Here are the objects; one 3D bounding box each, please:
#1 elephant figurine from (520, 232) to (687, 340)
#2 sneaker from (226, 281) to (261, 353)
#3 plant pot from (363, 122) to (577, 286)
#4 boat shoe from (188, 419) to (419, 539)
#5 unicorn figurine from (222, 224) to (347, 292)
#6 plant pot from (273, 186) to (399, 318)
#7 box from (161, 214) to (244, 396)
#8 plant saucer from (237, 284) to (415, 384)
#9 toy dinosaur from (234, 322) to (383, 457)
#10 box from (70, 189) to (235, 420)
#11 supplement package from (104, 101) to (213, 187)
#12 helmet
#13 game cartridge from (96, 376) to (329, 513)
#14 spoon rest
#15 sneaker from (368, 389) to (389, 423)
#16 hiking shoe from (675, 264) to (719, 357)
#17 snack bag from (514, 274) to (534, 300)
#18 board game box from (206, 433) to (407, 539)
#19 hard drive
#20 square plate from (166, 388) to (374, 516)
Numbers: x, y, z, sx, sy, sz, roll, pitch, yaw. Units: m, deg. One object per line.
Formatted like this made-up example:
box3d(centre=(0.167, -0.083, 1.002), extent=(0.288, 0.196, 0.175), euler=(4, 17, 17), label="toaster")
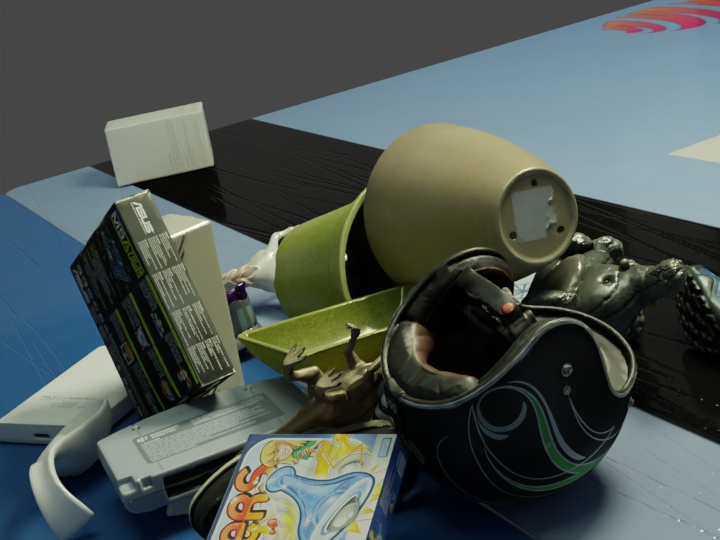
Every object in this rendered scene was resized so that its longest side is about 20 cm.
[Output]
box3d(centre=(0.226, 0.035, 1.213), extent=(0.140, 0.157, 0.200), euler=(14, 12, 4), label="elephant figurine")
box3d(centre=(-0.207, 0.048, 1.493), extent=(0.198, 0.089, 0.074), euler=(-1, 21, 28), label="sneaker")
box3d(centre=(0.126, -0.058, 1.247), extent=(0.186, 0.190, 0.200), euler=(-18, 11, -21), label="plant pot")
box3d(centre=(-0.048, 0.184, 1.044), extent=(0.199, 0.074, 0.063), euler=(-17, 22, -10), label="boat shoe")
box3d(centre=(-0.103, 0.005, 1.594), extent=(0.137, 0.075, 0.199), euler=(-35, 34, -28), label="unicorn figurine")
box3d(centre=(0.000, 0.000, 1.413), extent=(0.199, 0.203, 0.183), euler=(-25, 12, -37), label="plant pot")
box3d(centre=(-0.188, 0.046, 1.331), extent=(0.068, 0.202, 0.082), euler=(-26, 23, -38), label="box")
box3d(centre=(0.004, 0.066, 1.183), extent=(0.198, 0.048, 0.199), euler=(-17, 8, -21), label="plant saucer")
box3d(centre=(-0.026, 0.108, 1.050), extent=(0.199, 0.101, 0.058), euler=(-31, 50, -5), label="toy dinosaur")
box3d(centre=(-0.217, 0.046, 1.252), extent=(0.047, 0.202, 0.193), euler=(-22, -9, -34), label="box")
box3d(centre=(-0.403, -0.256, 2.475), extent=(0.197, 0.118, 0.117), euler=(-12, 19, -4), label="supplement package")
box3d(centre=(0.126, 0.096, 1.021), extent=(0.198, 0.191, 0.202), euler=(-22, 43, 22), label="helmet")
box3d(centre=(-0.141, 0.158, 1.153), extent=(0.198, 0.041, 0.133), euler=(-18, 23, -18), label="game cartridge")
box3d(centre=(-0.284, 0.182, 1.192), extent=(0.099, 0.061, 0.200), euler=(-41, 20, 6), label="spoon rest")
box3d(centre=(0.069, 0.132, 1.184), extent=(0.087, 0.075, 0.200), euler=(28, 19, 8), label="sneaker")
box3d(centre=(0.378, 0.052, 1.210), extent=(0.086, 0.075, 0.200), euler=(-7, 27, -12), label="hiking shoe")
box3d(centre=(0.184, 0.012, 1.499), extent=(0.186, 0.022, 0.200), euler=(-1, 22, 26), label="snack bag")
box3d(centre=(-0.052, 0.210, 0.929), extent=(0.134, 0.035, 0.201), euler=(-4, 41, 22), label="board game box")
box3d(centre=(-0.304, 0.139, 1.405), extent=(0.130, 0.027, 0.200), euler=(-2, 21, 26), label="hard drive")
box3d(centre=(-0.083, 0.164, 1.199), extent=(0.197, 0.029, 0.198), euler=(-11, 18, 3), label="square plate")
